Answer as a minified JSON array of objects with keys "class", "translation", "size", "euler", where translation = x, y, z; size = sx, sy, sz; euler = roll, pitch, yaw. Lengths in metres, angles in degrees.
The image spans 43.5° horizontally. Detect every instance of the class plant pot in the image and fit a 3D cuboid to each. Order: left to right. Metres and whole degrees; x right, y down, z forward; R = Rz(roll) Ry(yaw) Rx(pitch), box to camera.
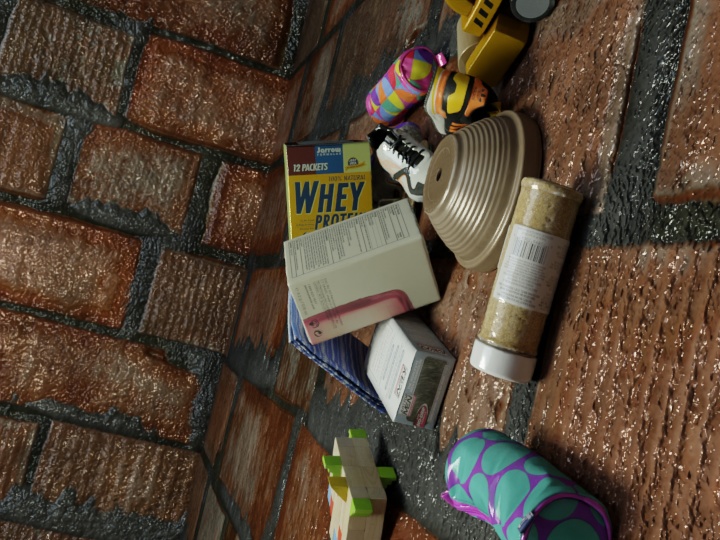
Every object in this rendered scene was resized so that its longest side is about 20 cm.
[{"class":"plant pot","translation":[0.137,-0.107,1.116],"size":[0.201,0.091,0.206],"euler":[-164,90,-74]}]

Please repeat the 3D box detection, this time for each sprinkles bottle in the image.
[{"class":"sprinkles bottle","translation":[0.171,0.010,0.929],"size":[0.068,0.067,0.205],"euler":[-149,74,-74]}]

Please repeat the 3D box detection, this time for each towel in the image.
[{"class":"towel","translation":[-0.030,0.116,1.343],"size":[0.024,0.199,0.146],"euler":[-42,25,18]}]

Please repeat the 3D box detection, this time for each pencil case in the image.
[{"class":"pencil case","translation":[0.075,-0.315,1.557],"size":[0.200,0.087,0.091],"euler":[157,126,-69]},{"class":"pencil case","translation":[0.143,0.211,0.816],"size":[0.093,0.085,0.200],"euler":[-47,14,-5]}]

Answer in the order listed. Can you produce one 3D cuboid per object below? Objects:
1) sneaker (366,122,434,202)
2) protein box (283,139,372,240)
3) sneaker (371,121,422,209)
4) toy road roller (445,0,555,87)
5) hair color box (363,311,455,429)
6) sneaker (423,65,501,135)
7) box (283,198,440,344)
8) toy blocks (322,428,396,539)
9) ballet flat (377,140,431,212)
[{"class":"sneaker","translation":[0.069,-0.165,1.352],"size":[0.074,0.080,0.199],"euler":[-45,35,-8]},{"class":"protein box","translation":[-0.054,-0.109,1.476],"size":[0.200,0.131,0.204],"euler":[-123,30,-80]},{"class":"sneaker","translation":[0.048,-0.193,1.561],"size":[0.101,0.068,0.202],"euler":[-88,19,-45]},{"class":"toy road roller","translation":[0.154,-0.356,1.174],"size":[0.201,0.143,0.125],"euler":[122,157,-48]},{"class":"hair color box","translation":[0.062,0.127,1.236],"size":[0.200,0.059,0.101],"euler":[-126,52,-72]},{"class":"sneaker","translation":[0.146,-0.213,1.195],"size":[0.200,0.088,0.072],"euler":[8,-81,-73]},{"class":"box","translation":[0.000,0.000,1.276],"size":[0.129,0.196,0.111],"euler":[-103,-6,-60]},{"class":"toy blocks","translation":[-0.010,0.337,1.278],"size":[0.201,0.097,0.140],"euler":[-115,31,-66]},{"class":"ballet flat","translation":[0.063,-0.118,1.442],"size":[0.070,0.064,0.205],"euler":[155,129,-76]}]
